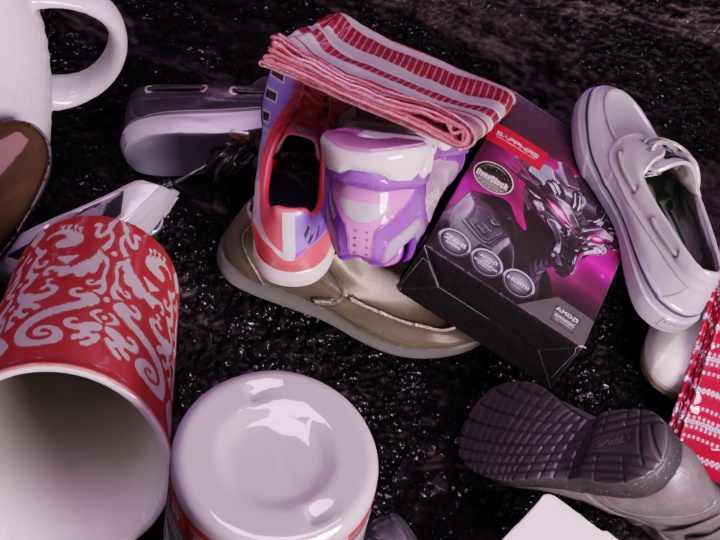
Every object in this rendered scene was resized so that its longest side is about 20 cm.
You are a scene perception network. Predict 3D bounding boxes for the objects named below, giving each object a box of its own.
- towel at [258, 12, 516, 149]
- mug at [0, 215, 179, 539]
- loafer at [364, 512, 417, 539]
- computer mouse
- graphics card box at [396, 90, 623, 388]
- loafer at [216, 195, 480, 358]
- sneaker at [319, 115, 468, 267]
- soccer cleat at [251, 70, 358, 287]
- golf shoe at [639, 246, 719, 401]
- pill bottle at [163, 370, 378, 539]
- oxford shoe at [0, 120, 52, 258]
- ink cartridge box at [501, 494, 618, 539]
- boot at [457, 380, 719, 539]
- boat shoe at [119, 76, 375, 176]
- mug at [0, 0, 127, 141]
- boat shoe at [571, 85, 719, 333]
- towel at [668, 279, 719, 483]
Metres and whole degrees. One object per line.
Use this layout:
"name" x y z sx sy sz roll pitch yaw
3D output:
"towel" 0.025 -0.127 1.334 0.143 0.023 0.200 24 16 7
"mug" -0.191 0.054 1.235 0.176 0.134 0.200 14 30 -7
"loafer" 0.026 0.241 1.170 0.070 0.068 0.202 -14 85 3
"computer mouse" -0.153 -0.028 1.368 0.199 0.110 0.044 -27 82 -11
"graphics card box" 0.115 -0.026 1.384 0.125 0.051 0.200 33 43 -1
"loafer" 0.000 0.000 1.374 0.199 0.070 0.076 15 53 2
"sneaker" 0.019 -0.050 1.306 0.080 0.089 0.200 6 10 13
"soccer cleat" -0.036 -0.086 1.345 0.068 0.073 0.201 5 53 1
"golf shoe" 0.261 0.007 1.396 0.072 0.092 0.200 38 59 17
"pill bottle" -0.057 0.156 1.171 0.113 0.201 0.115 4 54 -5
"oxford shoe" -0.263 -0.029 1.277 0.073 0.084 0.200 40 63 4
"ink cartridge box" 0.151 0.241 1.223 0.200 0.067 0.117 38 59 18
"boot" 0.159 0.137 1.291 0.131 0.200 0.070 37 77 -32
"boat shoe" -0.070 -0.107 1.448 0.198 0.070 0.067 -4 56 -2
"mug" -0.255 -0.145 1.375 0.199 0.176 0.148 -6 55 -13
"boat shoe" 0.202 -0.055 1.380 0.073 0.067 0.201 6 51 -32
"towel" 0.288 0.068 1.340 0.144 0.022 0.201 19 82 -1
